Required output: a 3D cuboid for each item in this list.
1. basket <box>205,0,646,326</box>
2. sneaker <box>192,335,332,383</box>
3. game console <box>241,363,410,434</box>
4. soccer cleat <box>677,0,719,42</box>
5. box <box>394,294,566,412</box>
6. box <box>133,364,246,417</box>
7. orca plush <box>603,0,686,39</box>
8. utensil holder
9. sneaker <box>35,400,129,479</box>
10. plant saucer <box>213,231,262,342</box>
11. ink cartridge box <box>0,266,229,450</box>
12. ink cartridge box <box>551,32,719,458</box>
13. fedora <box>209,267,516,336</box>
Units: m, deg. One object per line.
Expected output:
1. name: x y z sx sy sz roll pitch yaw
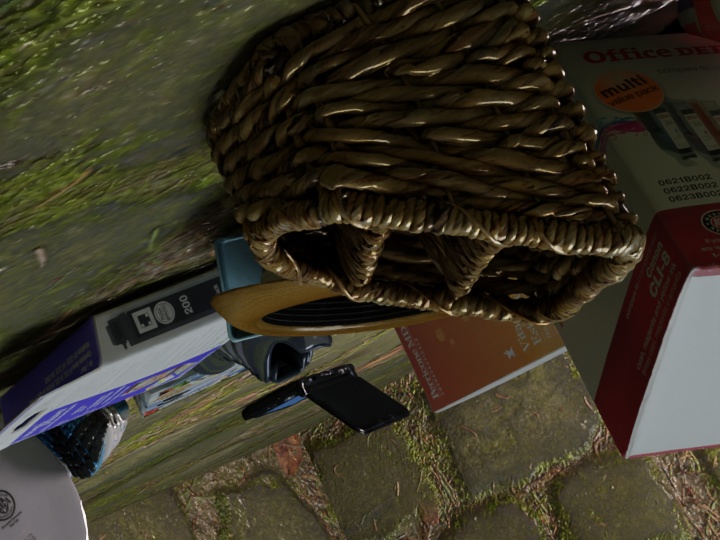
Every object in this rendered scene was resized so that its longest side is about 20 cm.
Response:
1. basket: 0.020 -0.028 0.721 0.142 0.150 0.200 -25 174 -9
2. sneaker: -0.082 0.052 1.220 0.073 0.082 0.200 -20 170 -28
3. game console: -0.051 0.213 2.406 0.175 0.117 0.200 -29 172 21
4. soccer cleat: 0.271 -0.178 0.913 0.198 0.069 0.073 -23 -174 -17
5. box: 0.117 0.005 1.303 0.106 0.154 0.200 -21 171 -37
6. box: -0.103 0.060 1.388 0.198 0.040 0.137 -24 172 -15
7. orca plush: 0.138 -0.091 1.003 0.198 0.072 0.105 -27 173 11
8. utensil holder: -0.335 0.225 1.255 0.199 0.171 0.169 -33 171 28
9. sneaker: -0.231 0.129 1.365 0.086 0.075 0.200 -34 -178 -24
10. plant saucer: 0.004 -0.010 1.036 0.198 0.071 0.019 -13 -161 -16
11. ink cartridge box: -0.176 0.064 1.124 0.199 0.044 0.198 -24 173 -36
12. ink cartridge box: 0.190 -0.021 0.913 0.144 0.201 0.146 -6 133 -17
13. fedora: 0.006 -0.015 0.947 0.198 0.083 0.201 -6 168 -1
